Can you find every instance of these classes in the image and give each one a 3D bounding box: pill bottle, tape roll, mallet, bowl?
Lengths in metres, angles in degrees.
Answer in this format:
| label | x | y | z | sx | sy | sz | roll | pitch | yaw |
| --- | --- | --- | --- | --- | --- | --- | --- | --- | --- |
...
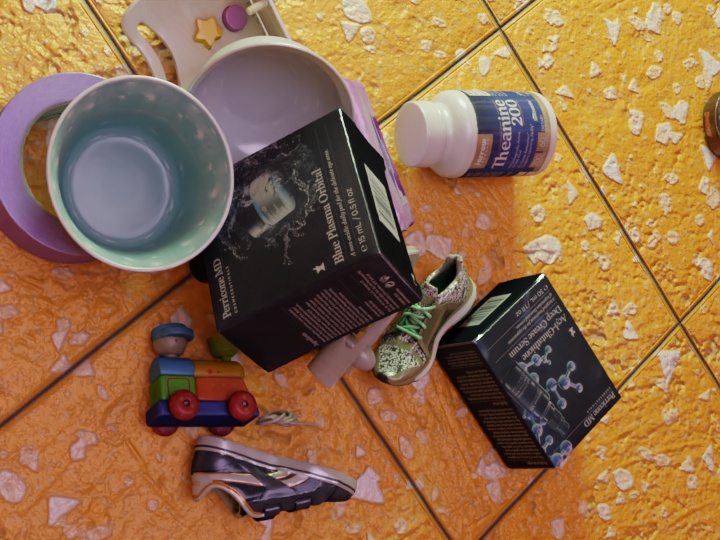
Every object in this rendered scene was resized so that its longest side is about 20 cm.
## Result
| label | x | y | z | sx | sy | sz | roll | pitch | yaw |
| --- | --- | --- | --- | --- | --- | --- | --- | --- | --- |
| pill bottle | 0.148 | -0.177 | 1.601 | 0.197 | 0.111 | 0.113 | -4 | 84 | -29 |
| tape roll | -0.315 | -0.112 | 1.364 | 0.197 | 0.065 | 0.204 | 5 | 80 | -29 |
| mallet | -0.187 | -0.089 | 1.410 | 0.066 | 0.041 | 0.203 | -43 | 123 | -60 |
| bowl | -0.110 | -0.187 | 1.396 | 0.199 | 0.202 | 0.091 | 17 | 32 | -25 |
| bowl | -0.243 | -0.093 | 1.302 | 0.198 | 0.105 | 0.205 | 4 | 82 | -27 |

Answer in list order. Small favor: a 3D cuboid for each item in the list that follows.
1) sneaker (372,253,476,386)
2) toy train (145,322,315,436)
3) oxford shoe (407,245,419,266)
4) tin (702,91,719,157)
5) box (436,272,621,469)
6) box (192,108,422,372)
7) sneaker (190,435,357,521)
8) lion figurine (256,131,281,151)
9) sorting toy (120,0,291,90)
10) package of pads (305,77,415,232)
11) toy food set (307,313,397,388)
| label | x | y | z | sx | sy | sz | roll | pitch | yaw |
| --- | --- | --- | --- | --- | --- | --- | --- | --- | --- |
| sneaker | 0.074 | 0.053 | 1.530 | 0.201 | 0.076 | 0.089 | -53 | 150 | -30 |
| toy train | -0.148 | 0.124 | 1.419 | 0.197 | 0.085 | 0.118 | 4 | 68 | -28 |
| oxford shoe | 0.000 | 0.000 | 1.510 | 0.199 | 0.076 | 0.058 | -20 | 54 | -45 |
| tin | 0.607 | -0.227 | 1.904 | 0.197 | 0.042 | 0.114 | -5 | 89 | -29 |
| box | 0.214 | 0.132 | 1.595 | 0.148 | 0.107 | 0.201 | -40 | 103 | -28 |
| box | -0.061 | -0.031 | 1.333 | 0.117 | 0.198 | 0.199 | 44 | 25 | -53 |
| sneaker | -0.103 | 0.253 | 1.422 | 0.197 | 0.078 | 0.081 | 17 | 70 | -14 |
| lion figurine | -0.100 | -0.090 | 1.483 | 0.121 | 0.073 | 0.202 | -25 | 80 | -4 |
| sorting toy | -0.180 | -0.281 | 1.451 | 0.179 | 0.107 | 0.202 | -31 | 103 | -19 |
| package of pads | -0.002 | -0.134 | 1.506 | 0.075 | 0.120 | 0.203 | -21 | 94 | 11 |
| toy food set | 0.013 | 0.068 | 1.426 | 0.060 | 0.200 | 0.144 | 39 | 92 | 3 |
